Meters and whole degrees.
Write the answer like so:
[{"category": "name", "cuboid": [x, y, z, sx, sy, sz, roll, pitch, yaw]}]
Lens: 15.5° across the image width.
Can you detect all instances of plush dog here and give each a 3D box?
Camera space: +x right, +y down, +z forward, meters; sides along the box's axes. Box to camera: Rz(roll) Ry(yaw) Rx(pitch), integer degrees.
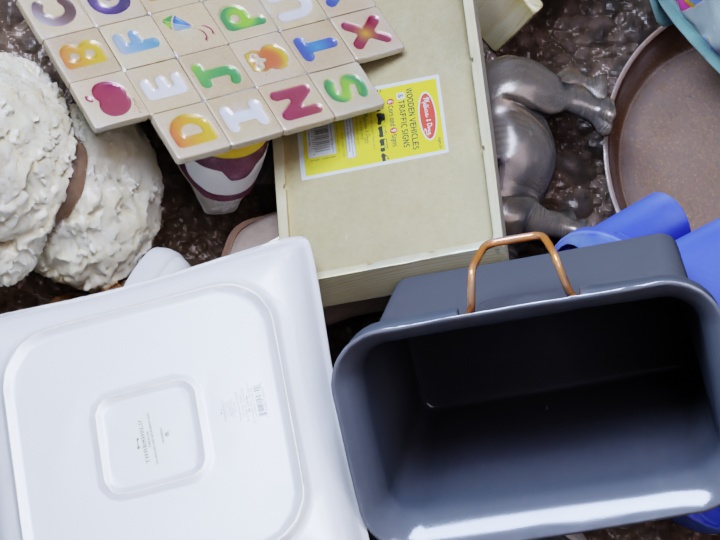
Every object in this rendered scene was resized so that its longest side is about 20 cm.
[{"category": "plush dog", "cuboid": [-0.183, -0.053, 1.453, 0.171, 0.160, 0.202, 16, 74, -37]}]

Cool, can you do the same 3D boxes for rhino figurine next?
[{"category": "rhino figurine", "cuboid": [0.090, -0.034, 1.555, 0.087, 0.060, 0.202, 15, 77, -10]}]

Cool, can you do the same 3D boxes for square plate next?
[{"category": "square plate", "cuboid": [-0.106, 0.089, 1.369, 0.197, 0.028, 0.201, -15, 64, 6]}]

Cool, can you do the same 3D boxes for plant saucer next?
[{"category": "plant saucer", "cuboid": [0.237, -0.064, 1.615, 0.198, 0.034, 0.202, 3, 79, -14]}]

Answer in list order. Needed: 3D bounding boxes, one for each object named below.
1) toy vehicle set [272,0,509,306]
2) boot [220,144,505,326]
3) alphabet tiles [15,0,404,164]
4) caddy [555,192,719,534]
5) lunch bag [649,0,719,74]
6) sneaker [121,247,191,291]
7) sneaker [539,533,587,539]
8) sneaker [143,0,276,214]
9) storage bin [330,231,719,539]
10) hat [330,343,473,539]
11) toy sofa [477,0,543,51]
[{"category": "toy vehicle set", "cuboid": [0.012, -0.076, 1.482, 0.123, 0.027, 0.201, -10, 54, 7]}, {"category": "boot", "cuboid": [0.000, 0.000, 1.491, 0.145, 0.070, 0.201, 7, 66, 17]}, {"category": "alphabet tiles", "cuboid": [-0.082, -0.137, 1.469, 0.199, 0.006, 0.167, -17, 59, -28]}, {"category": "caddy", "cuboid": [0.178, 0.054, 1.501, 0.105, 0.141, 0.201, -34, 119, -28]}, {"category": "lunch bag", "cuboid": [0.260, -0.197, 1.557, 0.200, 0.122, 0.171, 37, 71, -22]}, {"category": "sneaker", "cuboid": [-0.103, 0.084, 1.430, 0.084, 0.073, 0.201, 6, 64, 14]}, {"category": "sneaker", "cuboid": [0.077, 0.148, 1.449, 0.074, 0.200, 0.085, -25, 75, -6]}, {"category": "sneaker", "cuboid": [-0.101, -0.127, 1.521, 0.074, 0.090, 0.201, -3, 53, -16]}, {"category": "storage bin", "cuboid": [0.092, 0.043, 1.362, 0.198, 0.134, 0.147, -10, 110, 8]}, {"category": "hat", "cuboid": [-0.011, 0.133, 1.463, 0.200, 0.200, 0.081, -35, 130, -19]}, {"category": "toy sofa", "cuboid": [0.124, -0.236, 1.595, 0.200, 0.083, 0.098, -43, 92, -19]}]
